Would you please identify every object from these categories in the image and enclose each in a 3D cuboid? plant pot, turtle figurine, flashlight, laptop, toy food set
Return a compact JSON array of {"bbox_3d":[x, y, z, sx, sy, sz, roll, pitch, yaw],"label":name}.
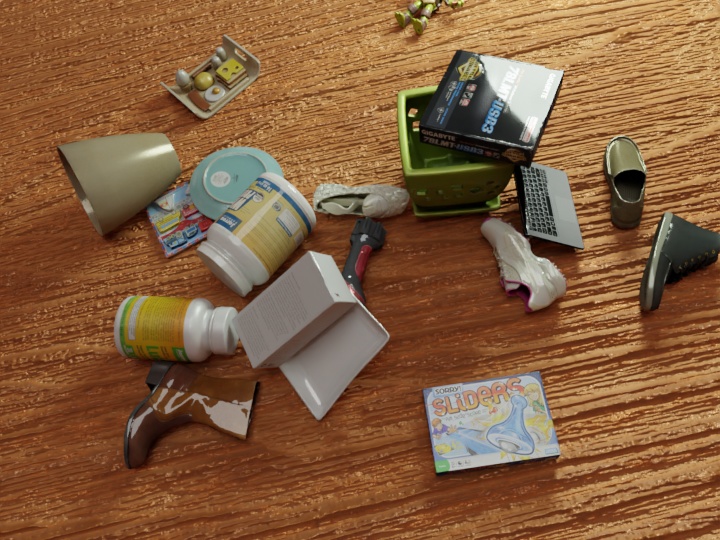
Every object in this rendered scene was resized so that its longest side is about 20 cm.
[{"bbox_3d":[-0.475,-0.199,1.241,0.198,0.189,0.188,-29,62,-24],"label":"plant pot"},{"bbox_3d":[0.152,-0.642,1.443,0.199,0.065,0.162,36,79,13],"label":"turtle figurine"},{"bbox_3d":[0.000,0.000,1.132,0.067,0.068,0.202,-2,54,36],"label":"flashlight"},{"bbox_3d":[0.174,-0.214,1.151,0.195,0.182,0.203,-5,62,6],"label":"plant pot"},{"bbox_3d":[0.333,-0.163,1.093,0.197,0.116,0.190,12,55,-16],"label":"laptop"},{"bbox_3d":[-0.345,-0.452,1.409,0.143,0.061,0.200,40,74,23],"label":"toy food set"}]

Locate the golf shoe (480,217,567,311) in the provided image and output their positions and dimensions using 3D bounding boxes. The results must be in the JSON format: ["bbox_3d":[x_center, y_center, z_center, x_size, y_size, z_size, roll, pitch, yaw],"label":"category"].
[{"bbox_3d":[0.275,-0.013,1.098,0.091,0.076,0.200,-37,63,-9],"label":"golf shoe"}]

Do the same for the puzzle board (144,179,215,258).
[{"bbox_3d":[-0.338,-0.131,1.267,0.198,0.017,0.152,-29,63,-9],"label":"puzzle board"}]

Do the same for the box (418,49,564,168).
[{"bbox_3d":[0.224,-0.281,1.043,0.196,0.050,0.202,18,62,21],"label":"box"}]

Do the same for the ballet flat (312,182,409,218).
[{"bbox_3d":[-0.003,-0.127,1.190,0.197,0.072,0.073,4,63,18],"label":"ballet flat"}]

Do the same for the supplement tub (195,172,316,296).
[{"bbox_3d":[-0.194,-0.067,1.142,0.144,0.145,0.201,34,71,22],"label":"supplement tub"}]

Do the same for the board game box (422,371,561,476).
[{"bbox_3d":[0.208,0.248,0.991,0.196,0.035,0.137,-10,62,2],"label":"board game box"}]

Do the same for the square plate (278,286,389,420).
[{"bbox_3d":[-0.065,0.116,1.056,0.201,0.028,0.198,-50,63,16],"label":"square plate"}]

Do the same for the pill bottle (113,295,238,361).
[{"bbox_3d":[-0.322,0.104,1.088,0.196,0.112,0.113,1,63,8],"label":"pill bottle"}]

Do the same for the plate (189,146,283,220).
[{"bbox_3d":[-0.257,-0.187,1.264,0.196,0.026,0.203,1,60,-2],"label":"plate"}]

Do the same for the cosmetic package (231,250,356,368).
[{"bbox_3d":[-0.115,0.070,1.032,0.199,0.071,0.102,-39,67,22],"label":"cosmetic package"}]

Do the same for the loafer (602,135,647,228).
[{"bbox_3d":[0.507,-0.179,1.157,0.075,0.068,0.203,0,63,7],"label":"loafer"}]

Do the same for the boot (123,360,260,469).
[{"bbox_3d":[-0.285,0.262,1.045,0.197,0.069,0.191,12,57,5],"label":"boot"}]

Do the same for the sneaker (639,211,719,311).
[{"bbox_3d":[0.556,-0.008,1.057,0.105,0.075,0.202,19,66,19],"label":"sneaker"}]
